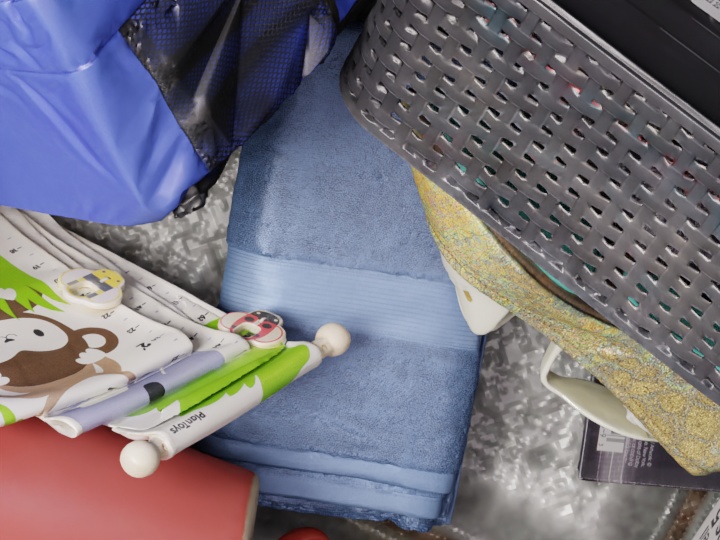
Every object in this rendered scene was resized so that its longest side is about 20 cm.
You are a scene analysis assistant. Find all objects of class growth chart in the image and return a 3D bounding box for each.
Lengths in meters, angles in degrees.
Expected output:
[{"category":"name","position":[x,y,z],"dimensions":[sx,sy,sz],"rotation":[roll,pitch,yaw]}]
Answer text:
[{"category":"growth chart","position":[-0.122,0.016,0.726],"dimensions":[0.199,0.145,0.018],"rotation":[25,122,20]}]

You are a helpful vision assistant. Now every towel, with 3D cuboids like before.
[{"category":"towel","position":[0.000,0.000,0.786],"dimensions":[0.111,0.049,0.201],"rotation":[10,98,-1]}]

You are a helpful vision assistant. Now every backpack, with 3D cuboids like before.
[{"category":"backpack","position":[-0.074,-0.134,0.675],"dimensions":[0.200,0.162,0.168],"rotation":[-47,132,-29]}]

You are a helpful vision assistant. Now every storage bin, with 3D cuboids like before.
[{"category":"storage bin","position":[0.111,-0.064,0.676],"dimensions":[0.200,0.135,0.094],"rotation":[38,137,8]}]

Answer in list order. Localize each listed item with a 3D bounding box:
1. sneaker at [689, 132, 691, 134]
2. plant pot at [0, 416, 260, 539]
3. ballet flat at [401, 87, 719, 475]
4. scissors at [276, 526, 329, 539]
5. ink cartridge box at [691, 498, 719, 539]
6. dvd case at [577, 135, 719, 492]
[{"category":"sneaker","position":[0.144,-0.121,0.749],"dimensions":[0.075,0.088,0.201],"rotation":[-18,97,2]},{"category":"plant pot","position":[-0.135,0.131,0.726],"dimensions":[0.176,0.200,0.202],"rotation":[10,97,-2]},{"category":"ballet flat","position":[0.078,0.012,0.743],"dimensions":[0.200,0.071,0.071],"rotation":[37,96,-14]},{"category":"scissors","position":[-0.037,0.200,0.813],"dimensions":[0.073,0.014,0.201],"rotation":[10,102,-41]},{"category":"ink cartridge box","position":[0.192,0.106,0.728],"dimensions":[0.084,0.146,0.201],"rotation":[28,111,-4]},{"category":"dvd case","position":[0.195,0.025,0.786],"dimensions":[0.199,0.016,0.150],"rotation":[5,113,0]}]
